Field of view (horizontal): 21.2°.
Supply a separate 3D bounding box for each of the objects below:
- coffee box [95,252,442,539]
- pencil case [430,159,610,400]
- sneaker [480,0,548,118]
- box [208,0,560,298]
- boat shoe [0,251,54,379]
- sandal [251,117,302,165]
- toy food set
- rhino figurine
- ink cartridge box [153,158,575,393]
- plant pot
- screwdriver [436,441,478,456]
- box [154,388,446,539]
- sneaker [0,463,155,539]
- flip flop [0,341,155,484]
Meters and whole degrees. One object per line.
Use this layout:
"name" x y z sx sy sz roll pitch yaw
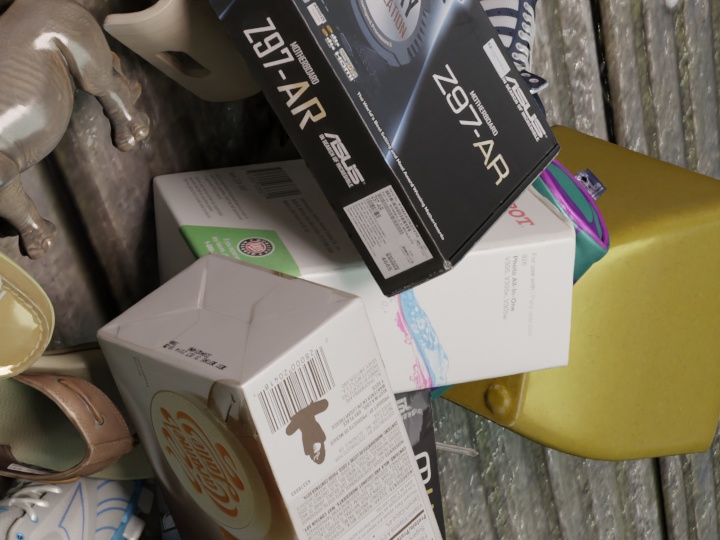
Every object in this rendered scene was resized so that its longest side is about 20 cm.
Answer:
"coffee box" -0.035 0.103 0.927 0.080 0.114 0.201 -36 124 -30
"pencil case" 0.064 0.008 1.207 0.200 0.093 0.085 -42 157 23
"sneaker" 0.098 -0.137 1.262 0.200 0.108 0.070 -51 145 -31
"box" 0.011 -0.109 0.967 0.201 0.043 0.160 60 35 -9
"boat shoe" -0.210 0.006 0.812 0.200 0.063 0.073 31 94 -39
"sandal" -0.018 -0.091 1.122 0.201 0.081 0.055 -61 -176 -5
"toy food set" -0.069 -0.198 1.003 0.143 0.060 0.201 33 74 -69
"rhino figurine" -0.178 -0.049 0.900 0.200 0.060 0.088 -54 127 -26
"ink cartridge box" 0.000 0.000 1.053 0.199 0.145 0.088 -10 117 -17
"plant pot" 0.132 0.021 1.344 0.199 0.194 0.197 -9 115 -47
"screwdriver" -0.012 0.098 1.209 0.199 0.029 0.028 14 82 -32
"box" -0.026 0.156 1.089 0.199 0.050 0.159 -17 104 -52
"sneaker" -0.163 0.134 0.981 0.087 0.075 0.201 52 35 -43
"flip flop" -0.156 0.071 0.929 0.199 0.058 0.081 16 119 -34
